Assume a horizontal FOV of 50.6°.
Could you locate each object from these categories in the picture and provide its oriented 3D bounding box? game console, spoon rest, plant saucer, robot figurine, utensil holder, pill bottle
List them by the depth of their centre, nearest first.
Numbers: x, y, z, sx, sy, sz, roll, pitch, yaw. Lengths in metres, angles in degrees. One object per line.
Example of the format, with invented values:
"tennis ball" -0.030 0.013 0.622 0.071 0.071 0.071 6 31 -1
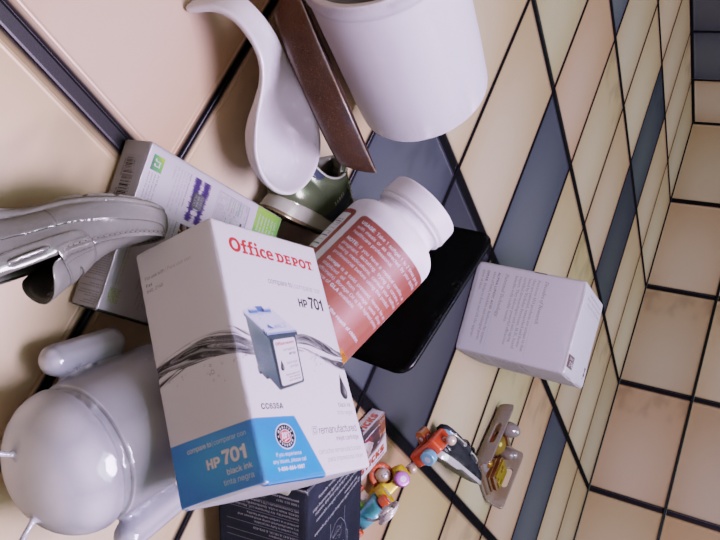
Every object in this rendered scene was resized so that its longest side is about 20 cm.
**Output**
"robot figurine" -0.194 0.130 0.603 0.200 0.113 0.170 -28 94 -54
"spoon rest" -0.088 -0.162 0.708 0.099 0.060 0.201 -52 130 -36
"plant saucer" -0.038 -0.183 0.751 0.200 0.034 0.201 -24 90 -86
"pill bottle" 0.000 0.000 0.791 0.200 0.112 0.112 -45 141 -11
"utensil holder" 0.043 -0.264 0.828 0.171 0.169 0.200 -64 150 -24
"game console" 0.042 0.042 0.897 0.200 0.116 0.176 -53 171 -25

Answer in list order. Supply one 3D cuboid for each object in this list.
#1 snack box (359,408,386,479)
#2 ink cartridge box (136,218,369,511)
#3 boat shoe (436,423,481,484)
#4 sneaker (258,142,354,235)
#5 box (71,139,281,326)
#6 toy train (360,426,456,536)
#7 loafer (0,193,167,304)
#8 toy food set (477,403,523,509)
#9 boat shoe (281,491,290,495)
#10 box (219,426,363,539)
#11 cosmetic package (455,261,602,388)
"snack box" -0.023 0.271 1.033 0.200 0.024 0.072 -38 133 -49
"ink cartridge box" -0.085 0.075 0.611 0.146 0.086 0.201 14 58 -59
"boat shoe" 0.177 0.327 1.346 0.061 0.075 0.200 -63 148 -15
"sneaker" -0.030 -0.083 0.855 0.200 0.067 0.090 20 87 -57
"box" -0.157 -0.014 0.698 0.200 0.036 0.145 30 74 -58
"toy train" 0.047 0.290 1.081 0.200 0.056 0.150 -35 170 -50
"loafer" -0.221 -0.011 0.530 0.199 0.070 0.070 -14 84 -44
"toy food set" 0.301 0.391 1.594 0.144 0.060 0.201 -58 144 -33
"boat shoe" -0.096 0.154 0.761 0.201 0.060 0.072 -134 -118 -77
"box" -0.074 0.283 0.848 0.148 0.106 0.201 -32 127 -63
"cosmetic package" 0.306 0.099 1.364 0.165 0.199 0.166 32 73 -59
